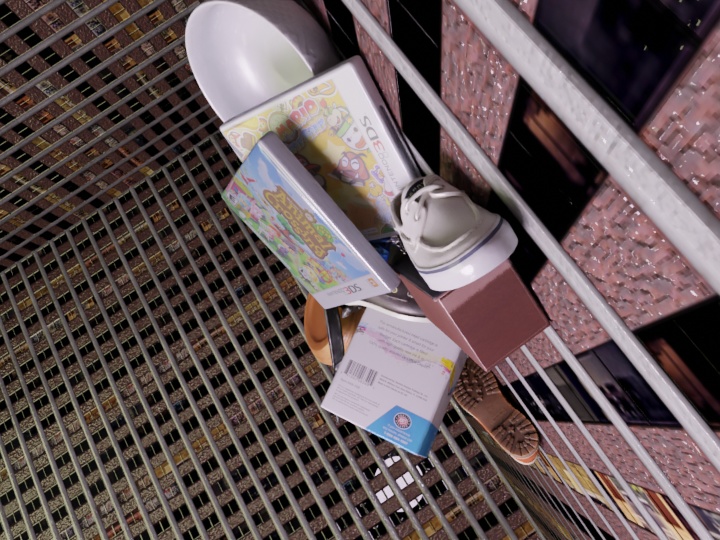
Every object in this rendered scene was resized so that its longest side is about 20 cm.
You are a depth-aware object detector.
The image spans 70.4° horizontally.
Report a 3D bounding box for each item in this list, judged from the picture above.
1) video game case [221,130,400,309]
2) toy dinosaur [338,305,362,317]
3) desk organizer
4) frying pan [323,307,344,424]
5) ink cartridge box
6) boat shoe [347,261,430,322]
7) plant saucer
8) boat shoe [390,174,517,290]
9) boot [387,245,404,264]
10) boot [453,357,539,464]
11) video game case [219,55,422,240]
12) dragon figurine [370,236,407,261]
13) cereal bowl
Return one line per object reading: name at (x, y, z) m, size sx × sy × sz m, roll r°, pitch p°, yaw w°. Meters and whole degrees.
video game case at (-0.066, -0.041, 0.582) m, size 0.200 × 0.022 × 0.182 m, roll 49°, pitch 153°, yaw -11°
toy dinosaur at (0.000, 0.000, 0.829) m, size 0.102 × 0.076 × 0.202 m, roll 122°, pitch 154°, yaw -51°
desk organizer at (0.094, 0.019, 0.494) m, size 0.077 × 0.071 × 0.200 m, roll 55°, pitch 179°, yaw -10°
frying pan at (-0.038, 0.127, 0.783) m, size 0.115 × 0.031 × 0.192 m, roll 93°, pitch 166°, yaw -63°
ink cartridge box at (0.064, 0.143, 0.742) m, size 0.146 × 0.201 × 0.146 m, roll 21°, pitch 165°, yaw 20°
boat shoe at (0.040, 0.018, 0.670) m, size 0.072 × 0.199 × 0.061 m, roll -48°, pitch -36°, yaw -60°
plant saucer at (-0.056, 0.072, 0.946) m, size 0.037 × 0.201 × 0.200 m, roll 14°, pitch -157°, yaw -29°
boat shoe at (0.060, -0.041, 0.413) m, size 0.070 × 0.071 × 0.200 m, roll 52°, pitch -176°, yaw -12°
boot at (0.012, -0.048, 0.786) m, size 0.199 × 0.074 × 0.075 m, roll 31°, pitch -170°, yaw -4°
boot at (0.224, 0.239, 0.863) m, size 0.200 × 0.075 × 0.107 m, roll 54°, pitch -178°, yaw 40°
video game case at (-0.036, -0.106, 0.545) m, size 0.199 × 0.023 × 0.183 m, roll -8°, pitch 126°, yaw 40°
dragon figurine at (0.010, -0.043, 0.646) m, size 0.059 × 0.198 × 0.100 m, roll 93°, pitch -179°, yaw -46°
cereal bowl at (-0.093, -0.221, 0.572) m, size 0.199 × 0.084 × 0.201 m, roll 27°, pitch 151°, yaw 16°
